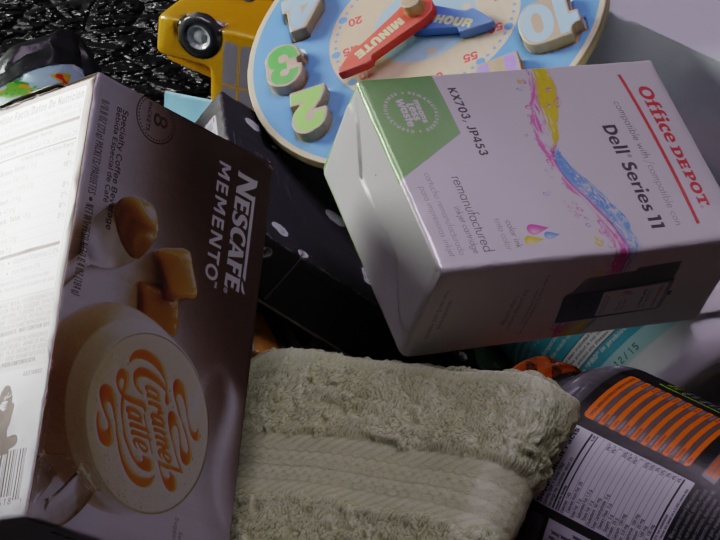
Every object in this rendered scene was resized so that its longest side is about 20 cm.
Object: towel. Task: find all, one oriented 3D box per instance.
[{"bbox_3d":[-0.009,0.099,0.939,0.199,0.037,0.149,4,56,41],"label":"towel"}]

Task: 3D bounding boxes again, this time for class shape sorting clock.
[{"bbox_3d":[0.033,-0.129,1.115,0.199,0.039,0.201,-12,52,16],"label":"shape sorting clock"}]

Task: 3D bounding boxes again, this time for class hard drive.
[{"bbox_3d":[0.000,0.000,1.111,0.200,0.038,0.140,31,22,-24],"label":"hard drive"}]

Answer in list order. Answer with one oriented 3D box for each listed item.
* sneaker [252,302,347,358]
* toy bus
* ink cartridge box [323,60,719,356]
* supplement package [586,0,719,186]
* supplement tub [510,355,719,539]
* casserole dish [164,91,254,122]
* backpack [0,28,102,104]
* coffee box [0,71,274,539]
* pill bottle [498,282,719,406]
[{"bbox_3d":[-0.046,0.030,1.133,0.077,0.079,0.200,8,32,-19],"label":"sneaker"},{"bbox_3d":[-0.031,-0.126,1.381,0.199,0.079,0.065,15,33,17],"label":"toy bus"},{"bbox_3d":[0.098,-0.034,1.001,0.199,0.067,0.117,-7,54,-24],"label":"ink cartridge box"},{"bbox_3d":[0.176,-0.071,1.194,0.147,0.201,0.191,-22,40,-36],"label":"supplement package"},{"bbox_3d":[0.143,0.120,0.944,0.199,0.123,0.122,26,37,33],"label":"supplement tub"},{"bbox_3d":[-0.048,-0.064,1.243,0.121,0.039,0.200,20,-1,-26],"label":"casserole dish"},{"bbox_3d":[-0.146,-0.002,1.105,0.153,0.164,0.200,-25,47,-26],"label":"backpack"},{"bbox_3d":[-0.113,0.031,0.937,0.079,0.114,0.201,-14,60,40],"label":"coffee box"},{"bbox_3d":[0.108,-0.002,1.097,0.110,0.111,0.200,-22,61,-36],"label":"pill bottle"}]
